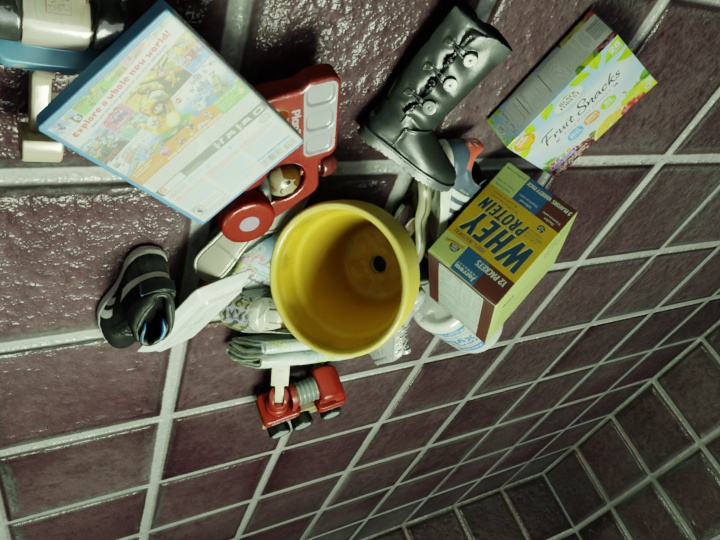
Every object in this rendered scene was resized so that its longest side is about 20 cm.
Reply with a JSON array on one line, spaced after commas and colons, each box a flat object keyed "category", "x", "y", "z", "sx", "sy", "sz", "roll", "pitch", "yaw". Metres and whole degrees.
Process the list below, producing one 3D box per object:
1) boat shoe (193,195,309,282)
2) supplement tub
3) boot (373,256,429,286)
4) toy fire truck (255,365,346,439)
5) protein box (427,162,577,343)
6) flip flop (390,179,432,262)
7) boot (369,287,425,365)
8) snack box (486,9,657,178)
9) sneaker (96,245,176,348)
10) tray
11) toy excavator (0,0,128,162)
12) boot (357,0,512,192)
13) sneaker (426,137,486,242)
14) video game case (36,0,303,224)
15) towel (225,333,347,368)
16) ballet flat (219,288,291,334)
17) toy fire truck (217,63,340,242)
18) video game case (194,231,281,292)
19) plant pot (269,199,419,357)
[{"category": "boat shoe", "x": -0.151, "y": -0.065, "z": 0.842, "sx": 0.199, "sy": 0.057, "sz": 0.067, "roll": -40, "pitch": 110, "yaw": 11}, {"category": "supplement tub", "x": 0.192, "y": 0.080, "z": 1.213, "sx": 0.131, "sy": 0.133, "sz": 0.199, "roll": -37, "pitch": 146, "yaw": 15}, {"category": "boot", "x": 0.019, "y": 0.036, "z": 1.083, "sx": 0.200, "sy": 0.074, "sz": 0.155, "roll": -3, "pitch": 143, "yaw": -26}, {"category": "toy fire truck", "x": -0.119, "y": 0.223, "z": 1.214, "sx": 0.173, "sy": 0.130, "sz": 0.201, "roll": -15, "pitch": 156, "yaw": -19}, {"category": "protein box", "x": 0.222, "y": -0.022, "z": 1.008, "sx": 0.199, "sy": 0.135, "sz": 0.200, "roll": -46, "pitch": 160, "yaw": -12}, {"category": "flip flop", "x": 0.073, "y": -0.080, "z": 0.963, "sx": 0.056, "sy": 0.082, "sz": 0.202, "roll": -2, "pitch": 142, "yaw": -6}, {"category": "boot", "x": 0.072, "y": 0.108, "z": 1.152, "sx": 0.199, "sy": 0.096, "sz": 0.073, "roll": -36, "pitch": -178, "yaw": 46}, {"category": "snack box", "x": 0.310, "y": -0.248, "z": 0.907, "sx": 0.167, "sy": 0.068, "sz": 0.200, "roll": 14, "pitch": 128, "yaw": -47}, {"category": "sneaker", "x": -0.310, "y": 0.073, "z": 0.848, "sx": 0.072, "sy": 0.113, "sz": 0.201, "roll": 2, "pitch": 137, "yaw": -36}, {"category": "tray", "x": -0.241, "y": 0.067, "z": 0.903, "sx": 0.199, "sy": 0.022, "sz": 0.107, "roll": -39, "pitch": 171, "yaw": 38}, {"category": "toy excavator", "x": -0.267, "y": -0.197, "z": 0.527, "sx": 0.098, "sy": 0.199, "sz": 0.198, "roll": -4, "pitch": 97, "yaw": -31}, {"category": "boot", "x": 0.116, "y": -0.212, "z": 0.783, "sx": 0.163, "sy": 0.066, "sz": 0.200, "roll": 25, "pitch": 120, "yaw": -28}, {"category": "sneaker", "x": 0.149, "y": -0.120, "z": 0.956, "sx": 0.083, "sy": 0.076, "sz": 0.201, "roll": -15, "pitch": 145, "yaw": -11}, {"category": "video game case", "x": -0.157, "y": -0.126, "z": 0.555, "sx": 0.142, "sy": 0.018, "sz": 0.200, "roll": -36, "pitch": 150, "yaw": 12}, {"category": "towel", "x": -0.111, "y": 0.134, "z": 1.054, "sx": 0.197, "sy": 0.049, "sz": 0.170, "roll": -2, "pitch": 179, "yaw": -31}, {"category": "ballet flat", "x": -0.119, "y": 0.067, "z": 0.968, "sx": 0.197, "sy": 0.073, "sz": 0.072, "roll": 6, "pitch": 135, "yaw": -30}, {"category": "toy fire truck", "x": -0.101, "y": -0.134, "z": 0.718, "sx": 0.166, "sy": 0.113, "sz": 0.201, "roll": -18, "pitch": 147, "yaw": -16}, {"category": "video game case", "x": -0.138, "y": -0.005, "z": 0.956, "sx": 0.199, "sy": 0.018, "sz": 0.143, "roll": -38, "pitch": 146, "yaw": 15}, {"category": "plant pot", "x": 0.000, "y": 0.000, "z": 0.873, "sx": 0.200, "sy": 0.202, "sz": 0.188, "roll": -42, "pitch": 173, "yaw": 22}]
